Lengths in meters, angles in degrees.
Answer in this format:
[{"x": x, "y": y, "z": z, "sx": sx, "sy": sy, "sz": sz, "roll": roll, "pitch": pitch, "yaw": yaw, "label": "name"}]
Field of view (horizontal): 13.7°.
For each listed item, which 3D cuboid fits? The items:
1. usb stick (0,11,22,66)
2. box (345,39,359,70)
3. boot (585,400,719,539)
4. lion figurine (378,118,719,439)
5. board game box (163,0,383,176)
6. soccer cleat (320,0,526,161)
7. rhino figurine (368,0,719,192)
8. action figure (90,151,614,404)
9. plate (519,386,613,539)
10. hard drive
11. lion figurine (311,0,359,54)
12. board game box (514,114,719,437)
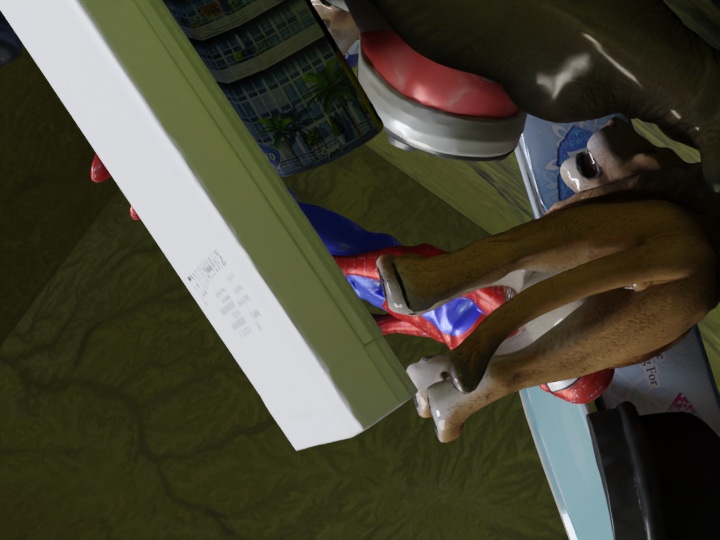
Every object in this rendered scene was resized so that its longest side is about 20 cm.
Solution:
[{"x": -0.145, "y": -0.171, "z": 1.060, "sx": 0.055, "sy": 0.033, "sz": 0.200, "roll": 38, "pitch": -137, "yaw": -69, "label": "usb stick"}, {"x": -0.070, "y": -0.165, "z": 1.271, "sx": 0.200, "sy": 0.070, "sz": 0.064, "roll": 37, "pitch": 179, "yaw": -10, "label": "box"}, {"x": 0.166, "y": 0.081, "z": 0.954, "sx": 0.211, "sy": 0.158, "sz": 0.080, "roll": 50, "pitch": -156, "yaw": -58, "label": "boot"}, {"x": 0.072, "y": 0.004, "z": 0.908, "sx": 0.200, "sy": 0.122, "sz": 0.073, "roll": -115, "pitch": 9, "yaw": -81, "label": "lion figurine"}, {"x": -0.085, "y": -0.137, "z": 0.979, "sx": 0.200, "sy": 0.062, "sz": 0.200, "roll": 58, "pitch": 178, "yaw": -22, "label": "board game box"}, {"x": 0.014, "y": -0.115, "z": 1.023, "sx": 0.068, "sy": 0.073, "sz": 0.200, "roll": 4, "pitch": -148, "yaw": -23, "label": "soccer cleat"}, {"x": 0.060, "y": -0.073, "z": 0.881, "sx": 0.200, "sy": 0.060, "sz": 0.087, "roll": 31, "pitch": -179, "yaw": 10, "label": "rhino figurine"}, {"x": 0.000, "y": 0.000, "z": 1.045, "sx": 0.200, "sy": 0.052, "sz": 0.065, "roll": 22, "pitch": 164, "yaw": 23, "label": "action figure"}, {"x": 0.092, "y": 0.103, "z": 1.100, "sx": 0.200, "sy": 0.026, "sz": 0.200, "roll": -20, "pitch": -90, "yaw": -86, "label": "plate"}, {"x": -0.057, "y": -0.038, "z": 0.873, "sx": 0.200, "sy": 0.026, "sz": 0.132, "roll": 57, "pitch": 170, "yaw": -1, "label": "hard drive"}, {"x": -0.057, "y": -0.162, "z": 1.173, "sx": 0.122, "sy": 0.073, "sz": 0.200, "roll": 5, "pitch": -145, "yaw": -34, "label": "lion figurine"}, {"x": 0.097, "y": 0.008, "z": 1.125, "sx": 0.200, "sy": 0.043, "sz": 0.199, "roll": 30, "pitch": -136, "yaw": -86, "label": "board game box"}]
